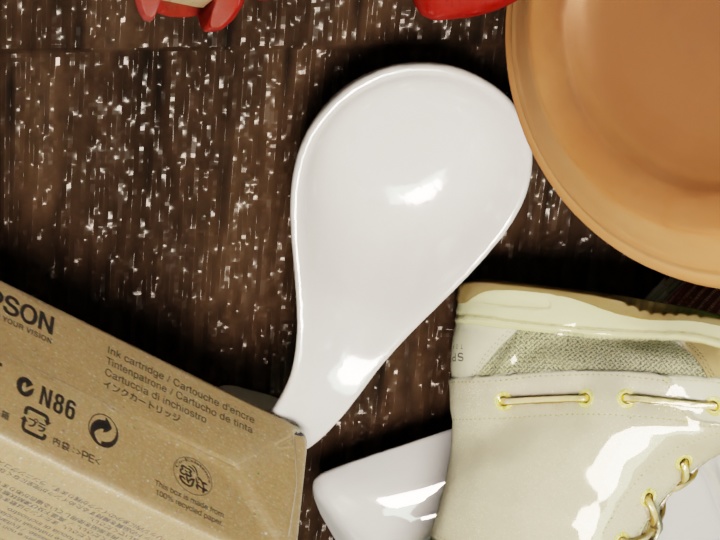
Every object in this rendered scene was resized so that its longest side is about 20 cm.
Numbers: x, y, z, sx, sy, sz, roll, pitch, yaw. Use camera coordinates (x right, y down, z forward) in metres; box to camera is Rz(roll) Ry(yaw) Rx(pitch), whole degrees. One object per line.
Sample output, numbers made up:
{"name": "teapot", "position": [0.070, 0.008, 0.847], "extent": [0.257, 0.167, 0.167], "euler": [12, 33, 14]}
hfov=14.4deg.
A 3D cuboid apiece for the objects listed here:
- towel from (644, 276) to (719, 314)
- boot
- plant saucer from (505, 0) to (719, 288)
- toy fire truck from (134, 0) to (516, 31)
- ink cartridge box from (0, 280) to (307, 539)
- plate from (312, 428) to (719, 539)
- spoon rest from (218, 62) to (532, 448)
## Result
{"name": "towel", "position": [0.182, 0.039, 1.268], "extent": [0.144, 0.023, 0.200], "euler": [30, 116, -30]}
{"name": "boot", "position": [0.125, 0.092, 1.189], "extent": [0.199, 0.072, 0.155], "euler": [10, 89, 15]}
{"name": "plant saucer", "position": [0.141, -0.092, 1.070], "extent": [0.200, 0.200, 0.037], "euler": [-48, 160, 22]}
{"name": "toy fire truck", "position": [-0.011, -0.131, 0.994], "extent": [0.176, 0.200, 0.129], "euler": [-6, 127, -7]}
{"name": "ink cartridge box", "position": [-0.149, 0.089, 1.171], "extent": [0.200, 0.075, 0.165], "euler": [29, 138, -28]}
{"name": "plate", "position": [0.100, 0.135, 1.295], "extent": [0.200, 0.032, 0.200], "euler": [-18, 133, 7]}
{"name": "spoon rest", "position": [0.000, 0.000, 1.178], "extent": [0.099, 0.061, 0.200], "euler": [16, 121, -22]}
